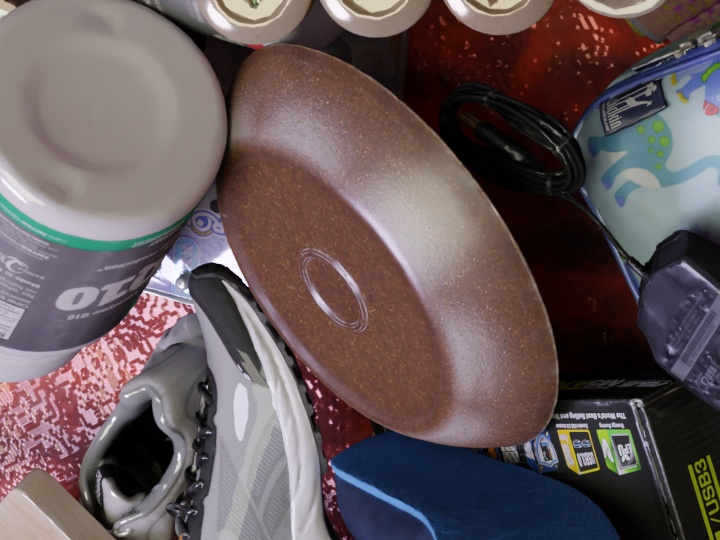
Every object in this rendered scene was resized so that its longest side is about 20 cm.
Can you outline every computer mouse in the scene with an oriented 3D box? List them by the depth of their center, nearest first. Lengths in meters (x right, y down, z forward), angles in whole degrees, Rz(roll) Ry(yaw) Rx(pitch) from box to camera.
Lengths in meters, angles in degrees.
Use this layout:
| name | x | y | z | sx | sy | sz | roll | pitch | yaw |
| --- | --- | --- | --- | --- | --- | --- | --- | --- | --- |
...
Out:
| name | x | y | z | sx | sy | sz | roll | pitch | yaw |
| --- | --- | --- | --- | --- | --- | --- | --- | --- | --- |
| computer mouse | 0.113 | -0.011 | 1.216 | 0.200 | 0.034 | 0.059 | 43 | 138 | 12 |

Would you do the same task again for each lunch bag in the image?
| name | x | y | z | sx | sy | sz | roll | pitch | yaw |
| --- | --- | --- | --- | --- | --- | --- | --- | --- | --- |
| lunch bag | 0.191 | -0.014 | 1.239 | 0.161 | 0.082 | 0.200 | -20 | 98 | 28 |

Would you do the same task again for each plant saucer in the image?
| name | x | y | z | sx | sy | sz | roll | pitch | yaw |
| --- | --- | --- | --- | --- | --- | --- | --- | --- | --- |
| plant saucer | 0.000 | 0.000 | 1.253 | 0.200 | 0.037 | 0.200 | 40 | 153 | 26 |

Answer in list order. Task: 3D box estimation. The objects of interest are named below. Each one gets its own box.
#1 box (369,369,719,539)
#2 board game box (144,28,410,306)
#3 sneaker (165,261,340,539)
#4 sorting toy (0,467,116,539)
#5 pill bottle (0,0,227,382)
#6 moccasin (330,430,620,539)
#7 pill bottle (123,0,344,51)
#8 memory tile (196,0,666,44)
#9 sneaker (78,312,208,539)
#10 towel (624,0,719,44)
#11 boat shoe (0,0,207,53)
| name | x | y | z | sx | sy | sz | roll | pitch | yaw |
| --- | --- | --- | --- | --- | --- | --- | --- | --- | --- |
| box | 0.100 | 0.140 | 1.311 | 0.200 | 0.047 | 0.193 | -3 | 105 | 55 |
| board game box | -0.078 | -0.075 | 1.384 | 0.200 | 0.026 | 0.200 | 15 | 113 | 22 |
| sneaker | -0.054 | 0.095 | 1.354 | 0.079 | 0.074 | 0.200 | -12 | 100 | -5 |
| sorting toy | -0.140 | 0.223 | 1.446 | 0.200 | 0.070 | 0.199 | 45 | 141 | 2 |
| pill bottle | -0.137 | -0.030 | 1.310 | 0.113 | 0.113 | 0.200 | 48 | 151 | 5 |
| moccasin | 0.058 | 0.123 | 1.266 | 0.200 | 0.080 | 0.068 | 34 | 140 | 61 |
| pill bottle | -0.096 | -0.169 | 1.287 | 0.200 | 0.116 | 0.116 | 18 | 114 | 22 |
| memory tile | 0.025 | -0.167 | 1.175 | 0.200 | 0.017 | 0.153 | -3 | 101 | 11 |
| sneaker | -0.111 | 0.115 | 1.435 | 0.075 | 0.081 | 0.200 | 27 | 119 | 14 |
| towel | 0.148 | -0.178 | 1.203 | 0.200 | 0.023 | 0.144 | -32 | 121 | 33 |
| boat shoe | -0.166 | -0.113 | 1.365 | 0.200 | 0.072 | 0.076 | 26 | 130 | 18 |
